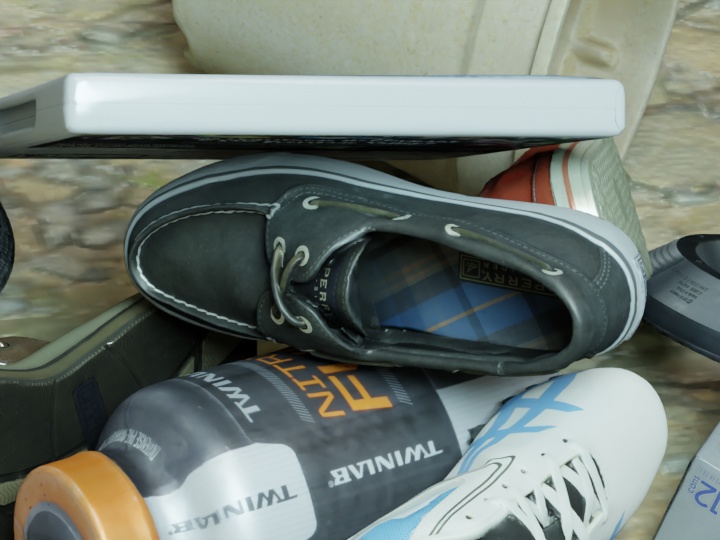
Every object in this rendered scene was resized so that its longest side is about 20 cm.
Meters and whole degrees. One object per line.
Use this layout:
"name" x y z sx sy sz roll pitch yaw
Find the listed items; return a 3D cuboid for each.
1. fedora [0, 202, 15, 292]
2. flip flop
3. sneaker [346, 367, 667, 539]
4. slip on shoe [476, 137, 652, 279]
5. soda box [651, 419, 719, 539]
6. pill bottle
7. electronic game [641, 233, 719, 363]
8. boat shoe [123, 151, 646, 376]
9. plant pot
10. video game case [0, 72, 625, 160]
"fedora" -0.221 0.007 1.066 0.199 0.092 0.201 13 26 -7
"flip flop" -0.125 0.053 1.085 0.200 0.082 0.057 -29 31 -36
"sneaker" 0.048 0.096 0.999 0.072 0.072 0.200 -5 24 48
"slip on shoe" 0.075 -0.018 1.126 0.061 0.074 0.200 -18 3 11
"soda box" 0.216 0.127 1.138 0.199 0.064 0.068 31 39 12
"pill bottle" -0.024 0.082 1.061 0.199 0.107 0.106 -15 51 -34
"electronic game" 0.204 0.029 1.208 0.199 0.042 0.200 15 13 -3
"boat shoe" 0.000 0.000 1.025 0.199 0.069 0.057 5 17 23
"plant pot" 0.026 -0.124 1.263 0.183 0.201 0.201 19 39 17
"video game case" -0.030 -0.055 1.061 0.199 0.024 0.182 0 0 -19
